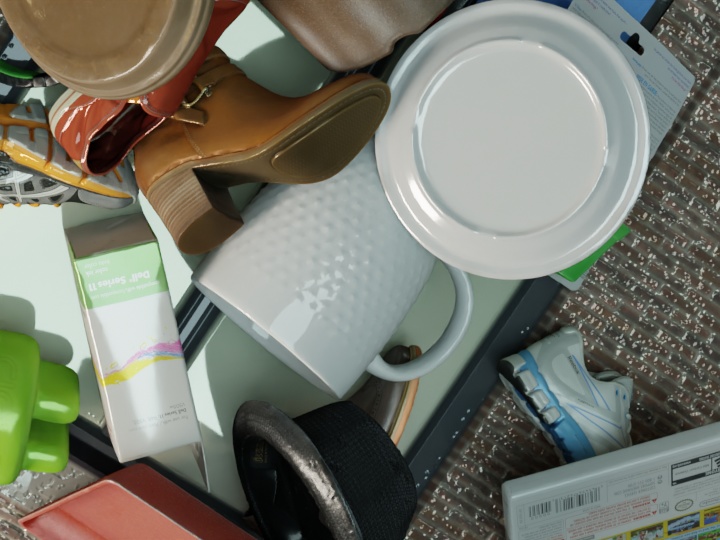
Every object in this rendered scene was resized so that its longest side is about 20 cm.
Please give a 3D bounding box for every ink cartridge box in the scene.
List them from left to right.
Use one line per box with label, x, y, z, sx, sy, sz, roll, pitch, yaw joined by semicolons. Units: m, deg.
ink cartridge box;-0.169;0.068;1.531;0.067;0.117;0.201;-13;104;-9

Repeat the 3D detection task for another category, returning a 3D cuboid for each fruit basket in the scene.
fruit basket;0.164;-0.103;1.558;0.185;0.094;0.201;31;84;-48

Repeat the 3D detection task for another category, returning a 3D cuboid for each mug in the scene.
mug;0.000;0.000;1.536;0.200;0.148;0.176;42;82;-20

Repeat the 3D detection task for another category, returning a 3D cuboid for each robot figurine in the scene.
robot figurine;-0.313;0.096;1.511;0.199;0.116;0.176;10;113;-13

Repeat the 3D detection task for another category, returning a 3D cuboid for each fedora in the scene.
fedora;-0.014;0.170;1.518;0.091;0.200;0.201;-30;107;-22

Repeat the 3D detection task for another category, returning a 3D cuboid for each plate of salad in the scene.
plate of salad;0.110;-0.094;1.457;0.199;0.048;0.201;1;93;12

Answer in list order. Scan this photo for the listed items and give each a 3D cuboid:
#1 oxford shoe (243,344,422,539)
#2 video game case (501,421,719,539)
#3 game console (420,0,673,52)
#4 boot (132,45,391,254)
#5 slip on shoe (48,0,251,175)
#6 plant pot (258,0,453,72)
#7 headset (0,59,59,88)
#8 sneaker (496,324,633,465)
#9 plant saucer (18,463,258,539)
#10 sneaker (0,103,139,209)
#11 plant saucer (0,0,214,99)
oxford shoe;-0.020;0.137;1.602;0.073;0.071;0.200;31;96;-12
video game case;0.214;0.215;1.618;0.199;0.023;0.183;-15;127;-10
game console;0.152;-0.202;1.536;0.119;0.172;0.200;36;94;10
boot;-0.087;-0.124;1.481;0.200;0.155;0.074;-32;148;7
slip on shoe;-0.144;-0.140;1.441;0.200;0.074;0.061;-40;65;27
plant pot;-0.027;-0.265;1.455;0.200;0.200;0.198;-42;115;1
headset;-0.210;-0.199;1.459;0.199;0.094;0.124;-10;101;14
sneaker;0.198;0.131;1.644;0.087;0.075;0.200;-37;109;-11
plant saucer;-0.142;0.217;1.552;0.200;0.199;0.037;37;60;-16
sneaker;-0.263;-0.079;1.510;0.199;0.078;0.077;16;123;-16
plant saucer;-0.185;-0.215;1.388;0.199;0.029;0.201;9;107;32
